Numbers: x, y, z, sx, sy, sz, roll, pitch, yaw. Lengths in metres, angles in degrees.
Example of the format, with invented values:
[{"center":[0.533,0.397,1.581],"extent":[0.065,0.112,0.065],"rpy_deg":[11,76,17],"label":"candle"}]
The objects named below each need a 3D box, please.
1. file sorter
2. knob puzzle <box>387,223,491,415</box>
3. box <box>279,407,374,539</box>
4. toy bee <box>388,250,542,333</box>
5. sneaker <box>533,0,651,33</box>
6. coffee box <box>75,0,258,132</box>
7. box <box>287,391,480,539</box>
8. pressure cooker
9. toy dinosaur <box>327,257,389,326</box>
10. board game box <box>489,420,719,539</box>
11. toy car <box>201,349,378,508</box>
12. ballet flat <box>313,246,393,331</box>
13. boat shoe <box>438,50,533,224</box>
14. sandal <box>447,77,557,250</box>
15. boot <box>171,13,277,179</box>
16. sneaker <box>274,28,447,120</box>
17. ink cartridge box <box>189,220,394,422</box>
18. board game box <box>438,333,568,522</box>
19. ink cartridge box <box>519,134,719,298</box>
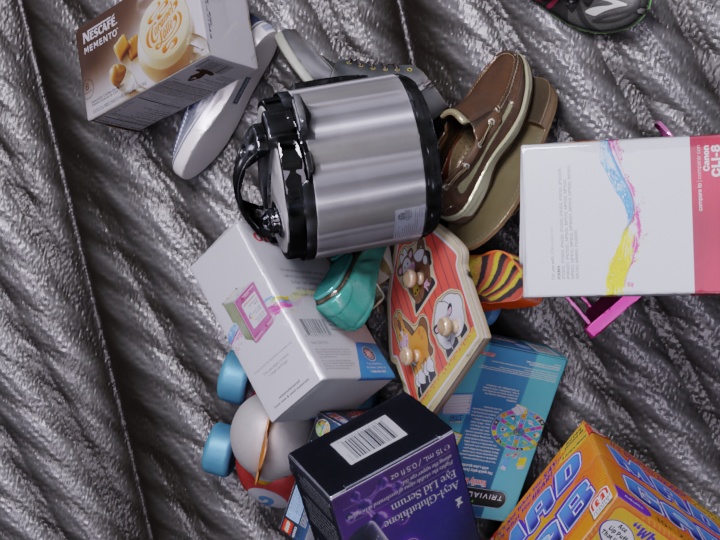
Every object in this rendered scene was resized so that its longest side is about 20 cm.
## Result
[{"center":[0.281,-0.050,1.316],"extent":[0.200,0.139,0.126],"rpy_deg":[-42,87,12],"label":"file sorter"},{"center":[0.062,0.038,1.311],"extent":[0.030,0.219,0.222],"rpy_deg":[0,98,-24],"label":"knob puzzle"},{"center":[0.005,0.221,1.372],"extent":[0.037,0.199,0.138],"rpy_deg":[24,101,34],"label":"box"},{"center":[0.106,0.008,1.373],"extent":[0.198,0.131,0.110],"rpy_deg":[-13,70,22],"label":"toy bee"},{"center":[0.212,-0.308,1.324],"extent":[0.198,0.084,0.077],"rpy_deg":[22,101,7],"label":"sneaker"},{"center":[-0.215,-0.243,1.365],"extent":[0.199,0.079,0.116],"rpy_deg":[-19,74,36],"label":"coffee box"},{"center":[0.031,0.253,1.269],"extent":[0.147,0.104,0.202],"rpy_deg":[-27,118,-19],"label":"box"},{"center":[-0.031,-0.102,1.254],"extent":[0.198,0.179,0.178],"rpy_deg":[-11,105,-10],"label":"pressure cooker"},{"center":[-0.033,0.028,1.437],"extent":[0.199,0.058,0.102],"rpy_deg":[-29,75,9],"label":"toy dinosaur"},{"center":[0.268,0.324,1.313],"extent":[0.199,0.200,0.201],"rpy_deg":[35,102,-8],"label":"board game box"},{"center":[-0.095,0.195,1.384],"extent":[0.182,0.200,0.179],"rpy_deg":[15,99,9],"label":"toy car"},{"center":[0.000,0.000,1.345],"extent":[0.067,0.201,0.071],"rpy_deg":[-29,112,29],"label":"ballet flat"},{"center":[0.123,-0.154,1.330],"extent":[0.074,0.075,0.204],"rpy_deg":[8,71,44],"label":"boat shoe"},{"center":[0.172,-0.102,1.363],"extent":[0.077,0.069,0.213],"rpy_deg":[16,76,44],"label":"sandal"},{"center":[-0.178,-0.210,1.425],"extent":[0.090,0.073,0.201],"rpy_deg":[34,97,16],"label":"boot"},{"center":[0.000,-0.216,1.391],"extent":[0.106,0.075,0.200],"rpy_deg":[-44,87,-1],"label":"sneaker"},{"center":[-0.072,0.054,1.326],"extent":[0.084,0.144,0.201],"rpy_deg":[-39,67,24],"label":"ink cartridge box"},{"center":[0.128,0.171,1.379],"extent":[0.150,0.047,0.202],"rpy_deg":[13,101,-27],"label":"board game box"},{"center":[0.254,-0.050,1.178],"extent":[0.198,0.145,0.147],"rpy_deg":[-2,93,13],"label":"ink cartridge box"}]
